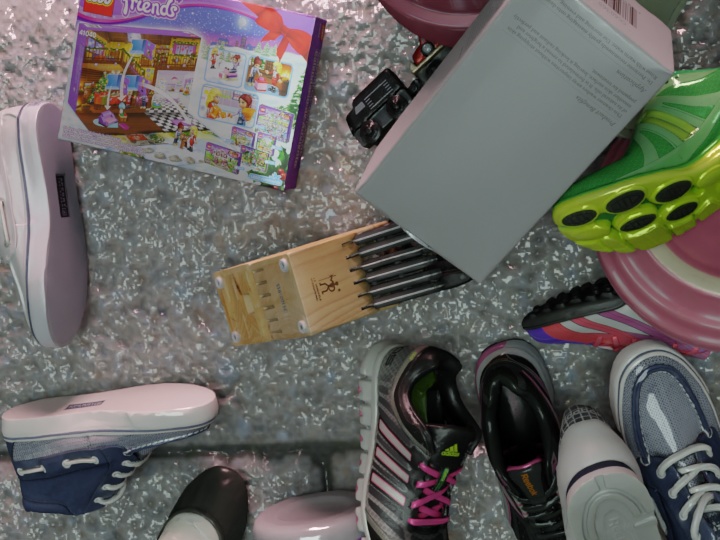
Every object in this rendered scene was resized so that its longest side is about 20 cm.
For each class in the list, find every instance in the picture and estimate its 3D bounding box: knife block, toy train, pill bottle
[{"bbox_3d":[0.000,0.000,0.904,0.199,0.174,0.065,-13,94,58],"label":"knife block"},{"bbox_3d":[0.065,-0.173,0.878,0.200,0.034,0.046,-42,77,13],"label":"toy train"},{"bbox_3d":[-0.022,0.286,0.911,0.103,0.104,0.203,-8,95,12],"label":"pill bottle"}]

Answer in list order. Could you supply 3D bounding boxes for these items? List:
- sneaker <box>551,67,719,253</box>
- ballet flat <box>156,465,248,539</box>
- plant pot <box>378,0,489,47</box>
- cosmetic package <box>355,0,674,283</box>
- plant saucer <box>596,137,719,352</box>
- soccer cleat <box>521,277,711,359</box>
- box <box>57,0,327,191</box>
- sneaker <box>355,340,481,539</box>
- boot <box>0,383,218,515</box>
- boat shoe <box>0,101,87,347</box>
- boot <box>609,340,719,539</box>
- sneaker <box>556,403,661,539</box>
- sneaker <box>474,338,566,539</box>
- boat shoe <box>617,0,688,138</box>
[{"bbox_3d":[0.213,-0.081,0.767,0.199,0.074,0.084,-30,50,-2],"label":"sneaker"},{"bbox_3d":[-0.154,0.258,0.954,0.068,0.068,0.202,29,101,7],"label":"ballet flat"},{"bbox_3d":[0.069,-0.271,0.770,0.197,0.179,0.203,-2,83,16],"label":"plant pot"},{"bbox_3d":[0.098,-0.102,0.752,0.112,0.081,0.200,36,123,-9],"label":"cosmetic package"},{"bbox_3d":[0.263,-0.045,0.802,0.198,0.051,0.203,-3,70,9],"label":"plant saucer"},{"bbox_3d":[0.221,0.038,0.853,0.198,0.068,0.074,-13,98,10],"label":"soccer cleat"},{"bbox_3d":[-0.136,-0.152,0.917,0.198,0.039,0.139,14,100,10],"label":"box"},{"bbox_3d":[0.048,0.147,0.863,0.087,0.073,0.203,-19,68,48],"label":"sneaker"},{"bbox_3d":[-0.203,0.151,0.958,0.198,0.073,0.091,-6,102,20],"label":"boot"},{"bbox_3d":[-0.273,-0.036,0.950,0.065,0.073,0.203,-5,86,17],"label":"boat shoe"},{"bbox_3d":[0.240,0.150,0.814,0.072,0.090,0.202,-25,108,2],"label":"boot"},{"bbox_3d":[0.180,0.187,0.824,0.075,0.081,0.202,-14,127,-1],"label":"sneaker"},{"bbox_3d":[0.130,0.158,0.874,0.080,0.086,0.202,-24,92,15],"label":"sneaker"},{"bbox_3d":[0.195,-0.194,0.826,0.071,0.060,0.203,22,83,-32],"label":"boat shoe"}]
